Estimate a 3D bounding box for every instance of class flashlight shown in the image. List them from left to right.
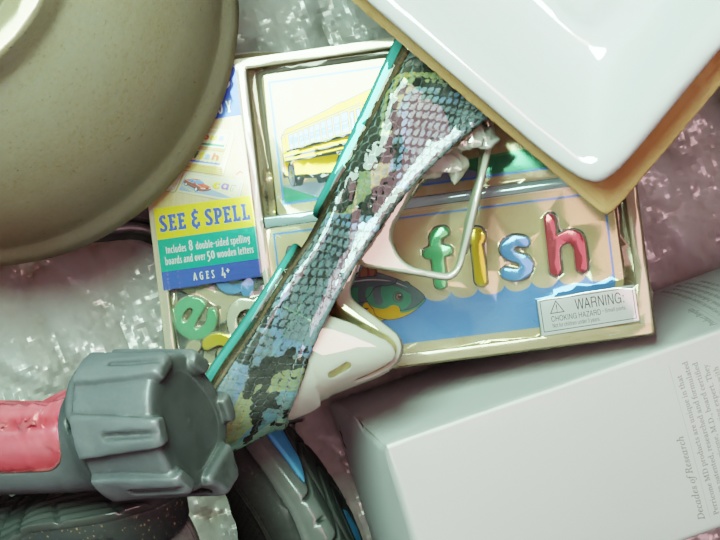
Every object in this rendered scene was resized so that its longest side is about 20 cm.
[{"bbox_3d":[-0.146,0.057,1.024,0.199,0.068,0.068,-6,84,33],"label":"flashlight"}]

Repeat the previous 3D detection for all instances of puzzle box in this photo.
[{"bbox_3d":[0.013,-0.027,1.076,0.199,0.025,0.134,-8,86,7],"label":"puzzle box"}]

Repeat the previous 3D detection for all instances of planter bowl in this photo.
[{"bbox_3d":[-0.157,-0.111,1.026,0.199,0.135,0.201,-1,80,9],"label":"planter bowl"}]

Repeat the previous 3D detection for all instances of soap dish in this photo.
[{"bbox_3d":[0.068,-0.145,0.987,0.200,0.081,0.157,41,109,6],"label":"soap dish"}]

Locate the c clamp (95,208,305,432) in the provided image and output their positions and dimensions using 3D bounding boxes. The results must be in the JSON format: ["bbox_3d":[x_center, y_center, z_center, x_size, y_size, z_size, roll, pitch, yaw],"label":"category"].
[{"bbox_3d":[-0.117,0.040,1.115,0.199,0.027,0.172,1,89,-10],"label":"c clamp"}]

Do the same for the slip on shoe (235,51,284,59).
[{"bbox_3d":[0.016,-0.040,1.118,0.199,0.061,0.076,24,78,-10],"label":"slip on shoe"}]

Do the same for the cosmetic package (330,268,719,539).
[{"bbox_3d":[0.100,0.067,1.109,0.199,0.108,0.085,-19,101,-8],"label":"cosmetic package"}]

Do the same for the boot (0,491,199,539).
[{"bbox_3d":[-0.143,0.152,1.073,0.199,0.070,0.132,-6,115,22],"label":"boot"}]

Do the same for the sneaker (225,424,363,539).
[{"bbox_3d":[-0.027,0.151,1.101,0.082,0.073,0.201,-22,97,6],"label":"sneaker"}]

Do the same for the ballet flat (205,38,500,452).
[{"bbox_3d":[0.000,0.000,1.030,0.074,0.074,0.200,29,93,-8],"label":"ballet flat"}]
